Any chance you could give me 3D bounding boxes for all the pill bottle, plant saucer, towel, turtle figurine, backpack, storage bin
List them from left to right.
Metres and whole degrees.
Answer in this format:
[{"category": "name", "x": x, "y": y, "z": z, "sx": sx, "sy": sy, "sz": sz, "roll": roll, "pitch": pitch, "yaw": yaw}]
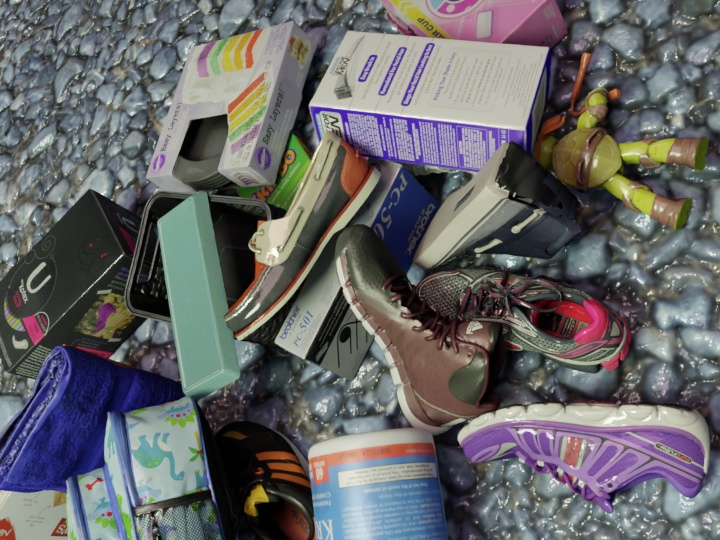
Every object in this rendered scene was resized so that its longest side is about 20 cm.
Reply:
[{"category": "towel", "x": -0.260, "y": 0.165, "z": 0.804, "sx": 0.049, "sy": 0.200, "sz": 0.149, "roll": 32, "pitch": 89, "yaw": 32}, {"category": "backpack", "x": -0.187, "y": 0.224, "z": 0.724, "sx": 0.145, "sy": 0.183, "sz": 0.203, "roll": -8, "pitch": 68, "yaw": -21}, {"category": "plant saucer", "x": -0.163, "y": 0.022, "z": 0.787, "sx": 0.069, "sy": 0.019, "sz": 0.202, "roll": -29, "pitch": 64, "yaw": 29}, {"category": "storage bin", "x": -0.143, "y": -0.002, "z": 0.847, "sx": 0.198, "sy": 0.093, "sz": 0.137, "roll": 8, "pitch": 84, "yaw": 38}, {"category": "pill bottle", "x": 0.020, "y": 0.239, "z": 0.660, "sx": 0.111, "sy": 0.112, "sz": 0.203, "roll": -16, "pitch": 70, "yaw": 24}, {"category": "turtle figurine", "x": 0.218, "y": -0.104, "z": 0.715, "sx": 0.160, "sy": 0.064, "sz": 0.202, "roll": 17, "pitch": 80, "yaw": 34}]

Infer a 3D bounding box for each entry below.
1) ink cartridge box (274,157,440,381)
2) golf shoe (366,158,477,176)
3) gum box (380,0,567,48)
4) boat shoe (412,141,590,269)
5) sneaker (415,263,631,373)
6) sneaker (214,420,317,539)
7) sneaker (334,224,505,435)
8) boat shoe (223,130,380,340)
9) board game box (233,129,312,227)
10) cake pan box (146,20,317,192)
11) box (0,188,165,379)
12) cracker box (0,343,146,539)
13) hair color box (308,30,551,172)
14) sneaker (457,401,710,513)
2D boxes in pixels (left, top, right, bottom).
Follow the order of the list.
[{"category": "ink cartridge box", "x": 0.000, "y": 0.000, "z": 0.782, "sx": 0.044, "sy": 0.094, "sz": 0.202, "roll": 23, "pitch": 83, "yaw": 35}, {"category": "golf shoe", "x": 0.057, "y": -0.122, "z": 0.821, "sx": 0.199, "sy": 0.075, "sz": 0.093, "roll": 32, "pitch": 103, "yaw": 37}, {"category": "gum box", "x": 0.106, "y": -0.277, "z": 0.846, "sx": 0.113, "sy": 0.066, "sz": 0.201, "roll": -43, "pitch": 56, "yaw": 7}, {"category": "boat shoe", "x": 0.119, "y": -0.032, "z": 0.716, "sx": 0.092, "sy": 0.200, "sz": 0.075, "roll": 30, "pitch": 67, "yaw": -6}, {"category": "sneaker", "x": 0.134, "y": 0.031, "z": 0.705, "sx": 0.198, "sy": 0.075, "sz": 0.082, "roll": 9, "pitch": 75, "yaw": 33}, {"category": "sneaker", "x": -0.086, "y": 0.204, "z": 0.754, "sx": 0.199, "sy": 0.090, "sz": 0.070, "roll": 38, "pitch": 91, "yaw": 34}, {"category": "sneaker", "x": 0.064, "y": 0.039, "z": 0.691, "sx": 0.115, "sy": 0.075, "sz": 0.202, "roll": -22, "pitch": 98, "yaw": 41}, {"category": "boat shoe", "x": -0.063, "y": -0.030, "z": 0.719, "sx": 0.201, "sy": 0.062, "sz": 0.071, "roll": -53, "pitch": 16, "yaw": -4}, {"category": "board game box", "x": -0.068, "y": -0.062, "z": 0.886, "sx": 0.095, "sy": 0.030, "sz": 0.201, "roll": -40, "pitch": 59, "yaw": 12}, {"category": "cake pan box", "x": -0.156, "y": -0.185, "z": 0.955, "sx": 0.182, "sy": 0.052, "sz": 0.203, "roll": 0, "pitch": 67, "yaw": 40}, {"category": "box", "x": -0.333, "y": 0.026, "z": 0.957, "sx": 0.200, "sy": 0.106, "sz": 0.123, "roll": -44, "pitch": 56, "yaw": 7}, {"category": "cracker box", "x": -0.309, "y": 0.192, "z": 0.861, "sx": 0.057, "sy": 0.134, "sz": 0.201, "roll": 32, "pitch": 89, "yaw": 34}, {"category": "hair color box", "x": 0.065, "y": -0.155, "z": 0.736, "sx": 0.197, "sy": 0.065, "sz": 0.110, "roll": 11, "pitch": 55, "yaw": 18}, {"category": "sneaker", "x": 0.171, "y": 0.147, "z": 0.639, "sx": 0.197, "sy": 0.080, "sz": 0.085, "roll": -5, "pitch": 76, "yaw": 29}]
